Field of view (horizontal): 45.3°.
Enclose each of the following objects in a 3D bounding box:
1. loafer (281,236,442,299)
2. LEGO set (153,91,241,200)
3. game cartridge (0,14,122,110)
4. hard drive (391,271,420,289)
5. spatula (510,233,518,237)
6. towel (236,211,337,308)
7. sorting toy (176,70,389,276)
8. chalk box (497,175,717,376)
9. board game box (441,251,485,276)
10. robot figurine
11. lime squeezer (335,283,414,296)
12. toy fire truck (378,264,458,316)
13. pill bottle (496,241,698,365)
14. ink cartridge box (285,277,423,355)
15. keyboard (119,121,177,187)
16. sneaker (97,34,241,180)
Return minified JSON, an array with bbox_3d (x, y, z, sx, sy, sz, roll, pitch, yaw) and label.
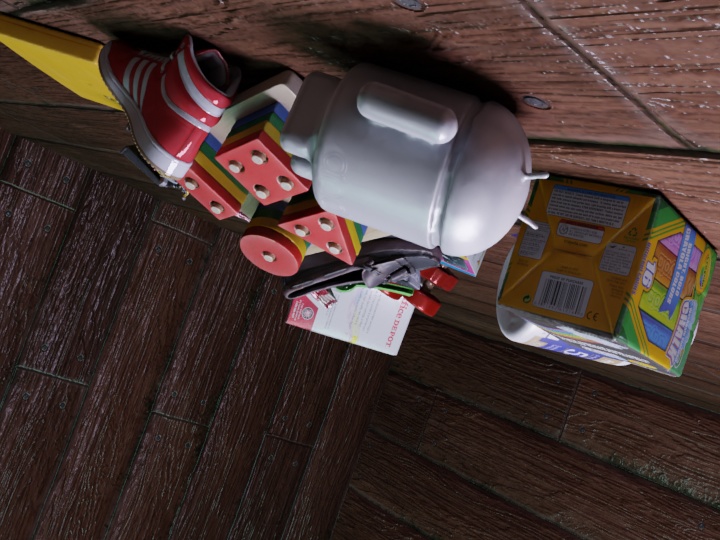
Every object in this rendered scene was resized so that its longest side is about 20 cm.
[{"bbox_3d":[0.000,0.000,0.981,0.195,0.064,0.072,-3,156,21],"label":"loafer"},{"bbox_3d":[-0.185,-0.140,0.980,0.196,0.118,0.154,19,175,21],"label":"LEGO set"},{"bbox_3d":[-0.329,-0.243,1.054,0.173,0.033,0.200,20,173,20],"label":"game cartridge"},{"bbox_3d":[-0.015,-0.036,1.093,0.133,0.043,0.199,17,171,40],"label":"hard drive"},{"bbox_3d":[0.263,-0.015,0.996,0.196,0.021,0.056,22,172,-18],"label":"spatula"},{"bbox_3d":[-0.109,-0.047,1.132,0.201,0.023,0.145,49,-174,-31],"label":"towel"},{"bbox_3d":[-0.078,-0.074,0.852,0.198,0.071,0.199,-11,134,46],"label":"sorting toy"},{"bbox_3d":[0.237,0.013,0.788,0.123,0.127,0.198,16,174,41],"label":"chalk box"},{"bbox_3d":[0.078,-0.062,1.047,0.145,0.066,0.200,21,176,15],"label":"board game box"},{"bbox_3d":[0.041,-0.081,0.636,0.196,0.115,0.170,20,169,15],"label":"robot figurine"},{"bbox_3d":[-0.033,0.000,1.083,0.197,0.038,0.070,26,172,-20],"label":"lime squeezer"},{"bbox_3d":[0.059,-0.035,1.288,0.198,0.113,0.168,26,-168,-43],"label":"toy fire truck"},{"bbox_3d":[0.259,0.037,0.938,0.195,0.123,0.120,14,178,-14],"label":"pill bottle"},{"bbox_3d":[-0.007,0.021,1.438,0.196,0.148,0.146,18,-152,-7],"label":"ink cartridge box"},{"bbox_3d":[-0.248,-0.166,1.145,0.126,0.021,0.200,40,-157,8],"label":"keyboard"},{"bbox_3d":[-0.181,-0.189,0.824,0.071,0.113,0.201,22,-153,-49],"label":"sneaker"}]
